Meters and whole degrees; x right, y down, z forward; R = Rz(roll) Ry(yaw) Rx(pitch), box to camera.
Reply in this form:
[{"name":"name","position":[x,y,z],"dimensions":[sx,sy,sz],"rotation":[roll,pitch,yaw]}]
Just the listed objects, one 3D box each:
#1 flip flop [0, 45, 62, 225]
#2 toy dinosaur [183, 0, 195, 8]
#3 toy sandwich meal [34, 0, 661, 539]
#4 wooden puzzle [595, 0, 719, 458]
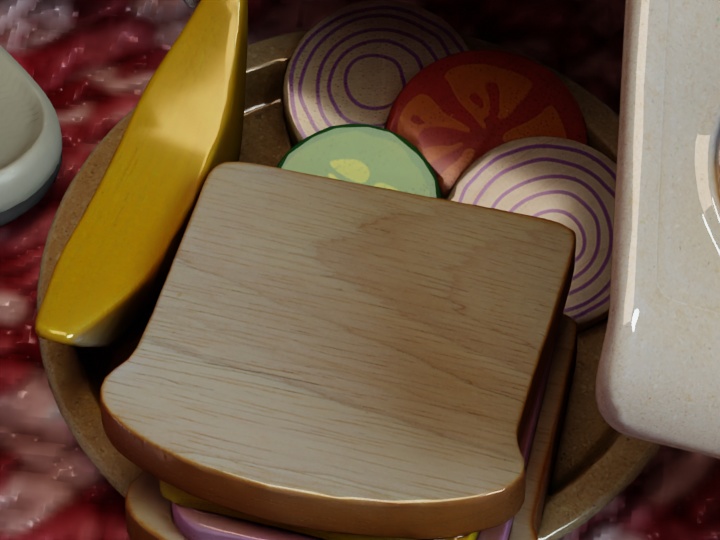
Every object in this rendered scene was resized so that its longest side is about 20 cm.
[{"name":"flip flop","position":[-0.167,-0.084,0.827],"dimensions":[0.200,0.058,0.081],"rotation":[39,65,23]},{"name":"toy dinosaur","position":[-0.104,-0.131,0.862],"dimensions":[0.102,0.077,0.200],"rotation":[-29,64,-4]},{"name":"toy sandwich meal","position":[0.000,0.000,0.760],"dimensions":[0.204,0.070,0.206],"rotation":[0,56,0]},{"name":"wooden puzzle","position":[0.147,-0.045,0.665],"dimensions":[0.185,0.046,0.201],"rotation":[15,73,-26]}]
